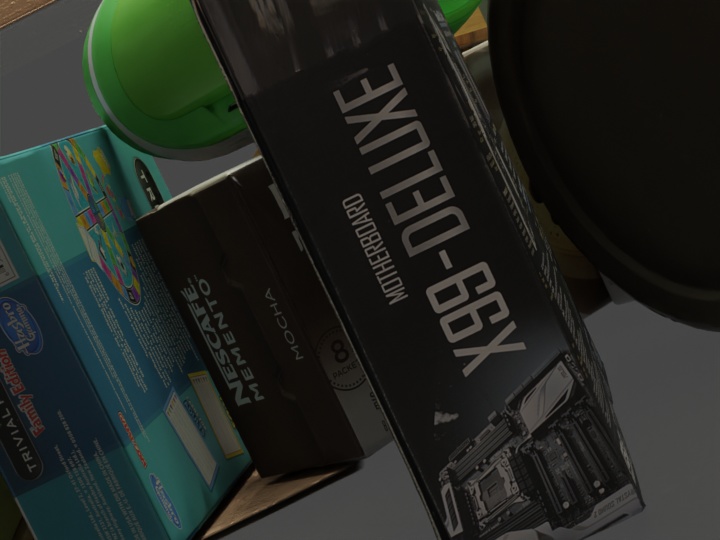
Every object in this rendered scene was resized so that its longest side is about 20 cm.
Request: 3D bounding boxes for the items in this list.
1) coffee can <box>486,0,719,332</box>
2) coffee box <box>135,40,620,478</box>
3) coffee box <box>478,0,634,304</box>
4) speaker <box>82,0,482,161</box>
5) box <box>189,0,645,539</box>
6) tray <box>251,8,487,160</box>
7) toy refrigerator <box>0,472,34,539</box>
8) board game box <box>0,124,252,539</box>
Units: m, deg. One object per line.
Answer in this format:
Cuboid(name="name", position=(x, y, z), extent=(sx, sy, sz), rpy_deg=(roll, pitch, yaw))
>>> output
Cuboid(name="coffee can", position=(0.161, -0.089, 0.634), extent=(0.199, 0.147, 0.146), rpy_deg=(-28, 5, -30))
Cuboid(name="coffee box", position=(0.030, -0.017, 0.771), extent=(0.199, 0.114, 0.080), rpy_deg=(-28, 5, -33))
Cuboid(name="coffee box", position=(0.114, -0.105, 0.743), extent=(0.114, 0.201, 0.080), rpy_deg=(-28, 5, -30))
Cuboid(name="speaker", position=(-0.032, -0.099, 0.744), extent=(0.088, 0.089, 0.200), rpy_deg=(-28, 5, -32))
Cuboid(name="box", position=(0.020, -0.017, 0.549), extent=(0.049, 0.159, 0.200), rpy_deg=(-25, 5, 7))
Cuboid(name="tray", position=(0.005, -0.064, 0.926), extent=(0.098, 0.037, 0.200), rpy_deg=(-21, -18, -29))
Cuboid(name="toy refrigerator", position=(-0.156, 0.054, 0.804), extent=(0.069, 0.076, 0.200), rpy_deg=(-11, 27, 13))
Cuboid(name="board game box", position=(-0.100, 0.025, 0.771), extent=(0.047, 0.152, 0.200), rpy_deg=(-25, 4, 11))
